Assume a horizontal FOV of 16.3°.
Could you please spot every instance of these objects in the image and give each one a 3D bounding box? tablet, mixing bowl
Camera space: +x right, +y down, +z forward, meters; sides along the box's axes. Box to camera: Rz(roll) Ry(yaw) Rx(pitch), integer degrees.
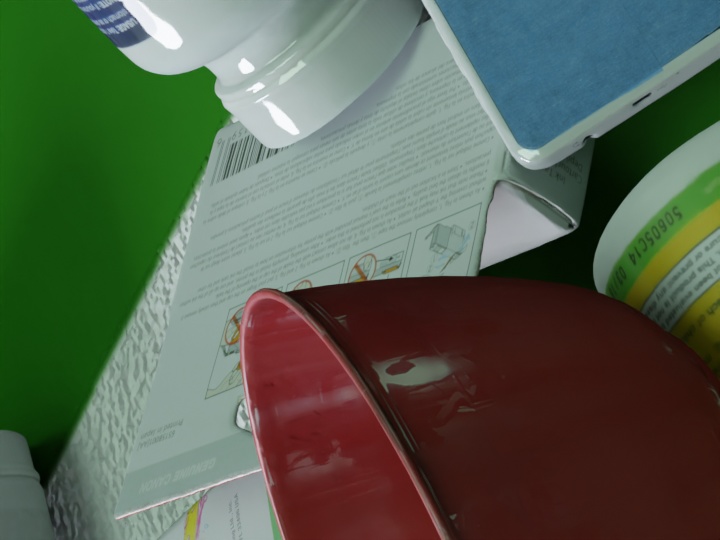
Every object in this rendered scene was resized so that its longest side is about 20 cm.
[{"bbox_3d":[0.064,-0.144,0.849,0.130,0.014,0.201,-33,64,10],"label":"tablet"},{"bbox_3d":[0.053,0.080,0.712,0.201,0.108,0.201,59,163,30],"label":"mixing bowl"}]

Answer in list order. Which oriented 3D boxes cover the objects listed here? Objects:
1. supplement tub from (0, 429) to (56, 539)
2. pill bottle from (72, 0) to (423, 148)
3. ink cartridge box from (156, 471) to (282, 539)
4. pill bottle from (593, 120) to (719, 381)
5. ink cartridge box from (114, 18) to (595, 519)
[{"bbox_3d":[-0.189,0.187,1.139,0.132,0.131,0.202,-30,73,47],"label":"supplement tub"},{"bbox_3d":[-0.071,-0.143,0.899,0.200,0.111,0.111,46,142,-18],"label":"pill bottle"},{"bbox_3d":[-0.022,0.156,0.953,0.200,0.087,0.146,-44,47,41],"label":"ink cartridge box"},{"bbox_3d":[0.159,0.053,0.728,0.111,0.110,0.201,-51,56,39],"label":"pill bottle"},{"bbox_3d":[0.000,0.000,0.902,0.199,0.043,0.175,-23,47,48],"label":"ink cartridge box"}]
